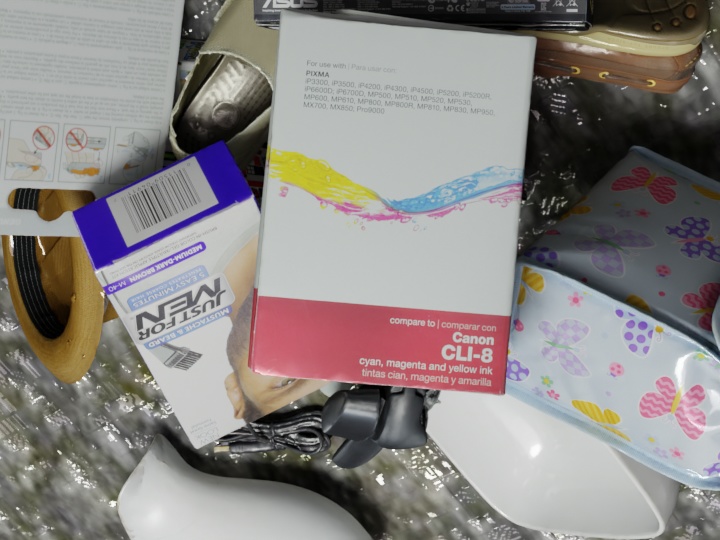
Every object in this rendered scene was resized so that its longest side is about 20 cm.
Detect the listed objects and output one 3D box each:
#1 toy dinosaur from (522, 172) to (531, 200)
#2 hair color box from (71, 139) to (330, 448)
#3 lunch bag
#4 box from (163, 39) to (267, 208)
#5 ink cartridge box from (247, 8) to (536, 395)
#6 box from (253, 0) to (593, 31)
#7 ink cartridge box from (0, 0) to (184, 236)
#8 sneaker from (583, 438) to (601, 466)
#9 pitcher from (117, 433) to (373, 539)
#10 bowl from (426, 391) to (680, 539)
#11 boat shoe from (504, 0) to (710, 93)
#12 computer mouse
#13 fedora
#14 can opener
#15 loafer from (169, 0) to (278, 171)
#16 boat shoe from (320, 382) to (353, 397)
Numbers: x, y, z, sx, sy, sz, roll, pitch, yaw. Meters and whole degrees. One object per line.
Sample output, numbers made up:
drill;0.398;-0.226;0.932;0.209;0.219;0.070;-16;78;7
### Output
toy dinosaur;0.028;-0.066;1.035;0.136;0.102;0.200;-14;125;-11
hair color box;-0.099;0.021;1.059;0.109;0.065;0.200;-26;140;-4
lunch bag;0.206;0.030;0.968;0.200;0.170;0.127;29;132;21
box;-0.097;-0.064;1.138;0.110;0.035;0.200;7;125;9
ink cartridge box;0.016;-0.039;0.929;0.144;0.145;0.200;5;92;-1
box;0.038;-0.222;0.947;0.200;0.049;0.161;1;95;12
ink cartridge box;-0.195;-0.124;1.014;0.047;0.160;0.200;21;106;50
sneaker;0.240;0.122;1.134;0.200;0.115;0.076;-28;114;28
pitcher;-0.092;0.233;1.304;0.200;0.121;0.172;23;147;10
bowl;0.123;0.093;1.132;0.200;0.075;0.200;50;153;-17
boat shoe;0.114;-0.150;1.006;0.200;0.072;0.068;12;140;13
computer mouse;-0.099;0.074;1.210;0.109;0.044;0.200;-2;142;21
fedora;-0.192;-0.017;1.144;0.082;0.201;0.201;-9;132;-28
can opener;0.008;0.104;1.169;0.079;0.063;0.200;16;165;-4
loafer;-0.059;-0.142;1.025;0.076;0.068;0.200;29;104;2
boat shoe;0.000;0.000;1.134;0.064;0.071;0.200;-14;127;-29
